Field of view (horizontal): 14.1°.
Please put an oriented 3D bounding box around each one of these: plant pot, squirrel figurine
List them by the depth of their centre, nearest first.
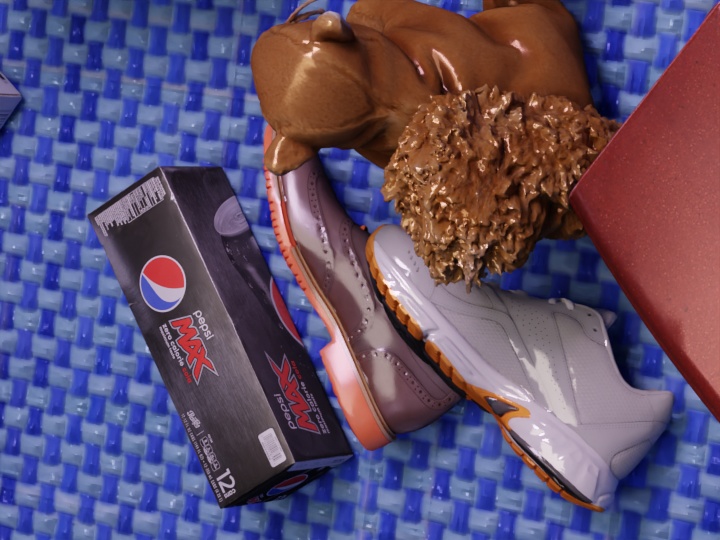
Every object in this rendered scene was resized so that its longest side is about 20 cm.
[{"bbox_3d":[0.222,-0.040,1.447,0.176,0.200,0.200,40,111,8],"label":"plant pot"},{"bbox_3d":[0.040,-0.083,1.563,0.200,0.186,0.142,46,116,42],"label":"squirrel figurine"}]

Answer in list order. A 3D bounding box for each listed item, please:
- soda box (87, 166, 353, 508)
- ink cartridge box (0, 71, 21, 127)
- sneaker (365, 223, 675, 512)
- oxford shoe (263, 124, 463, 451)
[{"bbox_3d":[-0.083,0.038,1.729,0.063,0.071,0.201,-32,75,28],"label":"soda box"},{"bbox_3d":[-0.339,-0.103,1.896,0.200,0.041,0.200,46,113,22],"label":"ink cartridge box"},{"bbox_3d":[0.090,0.038,1.618,0.092,0.076,0.200,-44,86,-8],"label":"sneaker"},{"bbox_3d":[0.000,0.000,1.691,0.072,0.071,0.201,-23,84,10],"label":"oxford shoe"}]
